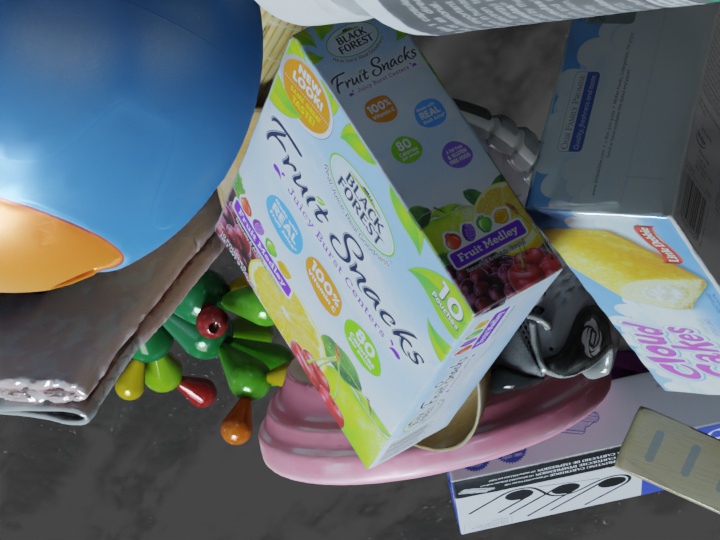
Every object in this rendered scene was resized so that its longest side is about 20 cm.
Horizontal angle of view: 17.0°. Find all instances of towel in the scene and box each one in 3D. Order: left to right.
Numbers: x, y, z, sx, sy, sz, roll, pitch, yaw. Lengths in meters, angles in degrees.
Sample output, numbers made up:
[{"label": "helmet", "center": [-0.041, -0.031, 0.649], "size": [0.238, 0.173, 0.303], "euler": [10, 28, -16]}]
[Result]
[{"label": "towel", "center": [-0.180, 0.010, 1.303], "size": [0.200, 0.191, 0.032], "euler": [2, 128, 30]}]

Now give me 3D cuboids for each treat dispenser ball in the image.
[{"label": "treat dispenser ball", "center": [-0.139, -0.091, 0.972], "size": [0.201, 0.201, 0.201], "euler": [12, 160, 5]}]

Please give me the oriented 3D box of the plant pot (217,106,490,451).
[{"label": "plant pot", "center": [0.000, 0.000, 1.200], "size": [0.200, 0.027, 0.200], "euler": [43, 154, 26]}]

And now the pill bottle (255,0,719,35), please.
[{"label": "pill bottle", "center": [0.053, -0.141, 0.842], "size": [0.200, 0.113, 0.113], "euler": [-3, 154, 37]}]

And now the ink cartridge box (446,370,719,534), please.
[{"label": "ink cartridge box", "center": [0.148, 0.098, 1.390], "size": [0.200, 0.044, 0.094], "euler": [-13, 155, 0]}]

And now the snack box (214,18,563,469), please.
[{"label": "snack box", "center": [0.006, -0.011, 1.062], "size": [0.142, 0.053, 0.200], "euler": [56, 157, 12]}]

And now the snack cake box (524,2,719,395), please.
[{"label": "snack cake box", "center": [0.147, -0.033, 1.062], "size": [0.067, 0.115, 0.200], "euler": [4, 157, 27]}]

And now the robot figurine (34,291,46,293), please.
[{"label": "robot figurine", "center": [-0.221, -0.061, 1.213], "size": [0.150, 0.125, 0.200], "euler": [-17, 146, 31]}]

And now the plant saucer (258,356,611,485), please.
[{"label": "plant saucer", "center": [0.038, 0.060, 1.345], "size": [0.200, 0.051, 0.201], "euler": [-13, -168, 3]}]

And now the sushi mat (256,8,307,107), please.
[{"label": "sushi mat", "center": [-0.062, -0.095, 1.181], "size": [0.096, 0.012, 0.200], "euler": [16, 160, -10]}]

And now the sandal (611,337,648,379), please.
[{"label": "sandal", "center": [0.132, 0.081, 1.461], "size": [0.082, 0.050, 0.203], "euler": [26, 156, -32]}]

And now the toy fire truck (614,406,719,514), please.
[{"label": "toy fire truck", "center": [0.250, 0.088, 1.224], "size": [0.200, 0.176, 0.129], "euler": [27, 157, -30]}]

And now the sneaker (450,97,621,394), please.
[{"label": "sneaker", "center": [0.067, -0.002, 1.192], "size": [0.200, 0.116, 0.075], "euler": [28, 156, -33]}]

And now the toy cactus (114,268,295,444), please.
[{"label": "toy cactus", "center": [-0.119, 0.035, 1.471], "size": [0.165, 0.102, 0.200], "euler": [30, 165, -14]}]
